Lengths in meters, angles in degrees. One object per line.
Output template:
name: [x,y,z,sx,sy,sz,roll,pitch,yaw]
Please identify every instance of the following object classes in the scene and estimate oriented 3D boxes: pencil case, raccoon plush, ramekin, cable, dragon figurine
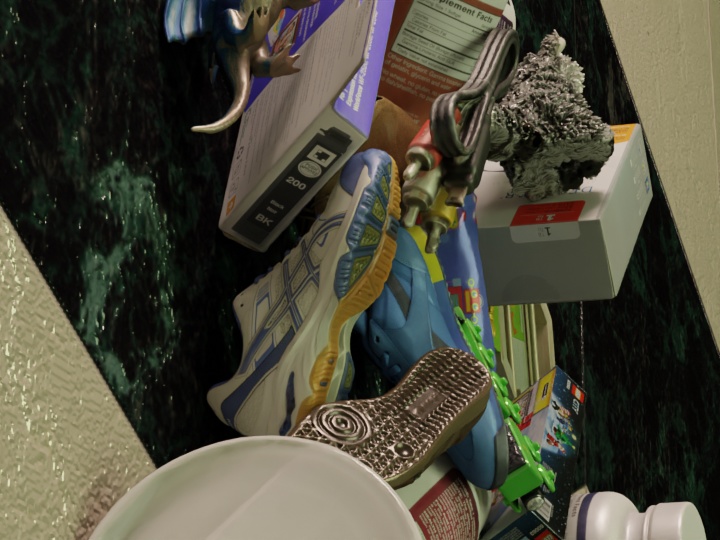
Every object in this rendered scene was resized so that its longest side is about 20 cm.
pencil case: [0.064,0.031,1.558,0.087,0.078,0.201,153,-68,-72]
raccoon plush: [0.133,-0.148,1.602,0.200,0.097,0.134,36,31,-56]
ramekin: [-0.053,0.197,1.070,0.094,0.202,0.203,72,21,-52]
cable: [0.065,-0.111,1.331,0.097,0.050,0.200,75,23,-44]
dragon figurine: [-0.087,-0.159,1.273,0.059,0.099,0.201,43,57,-46]

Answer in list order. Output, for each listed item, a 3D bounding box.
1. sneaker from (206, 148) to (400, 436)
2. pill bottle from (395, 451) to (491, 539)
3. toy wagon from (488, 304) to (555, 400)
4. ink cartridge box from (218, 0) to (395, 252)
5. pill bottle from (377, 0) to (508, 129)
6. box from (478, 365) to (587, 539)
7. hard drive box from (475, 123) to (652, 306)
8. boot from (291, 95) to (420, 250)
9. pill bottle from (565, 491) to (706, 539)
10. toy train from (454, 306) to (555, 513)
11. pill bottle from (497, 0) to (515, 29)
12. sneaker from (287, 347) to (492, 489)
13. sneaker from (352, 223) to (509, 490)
sneaker: [-0.038,0.012,1.245,0.075,0.088,0.201,40,68,-64]
pill bottle: [0.015,0.178,1.335,0.200,0.114,0.115,-29,109,-66]
toy wagon: [0.133,0.057,1.766,0.200,0.039,0.156,24,60,-63]
ink cartridge box: [-0.018,-0.142,1.288,0.043,0.200,0.199,24,50,-18]
pill bottle: [0.038,-0.179,1.411,0.201,0.112,0.112,-65,160,10]
box: [0.104,0.172,1.502,0.038,0.137,0.200,42,29,-12]
hard drive box: [0.157,-0.048,1.703,0.200,0.155,0.077,-60,141,-58]
boot: [-0.026,-0.029,1.319,0.075,0.073,0.200,47,67,-39]
pill bottle: [0.171,0.239,1.577,0.120,0.199,0.120,-8,90,-68]
toy train: [0.088,0.094,1.428,0.056,0.042,0.200,50,11,-42]
pill bottle: [0.054,-0.205,1.574,0.200,0.112,0.113,21,62,-65]
sneaker: [0.014,0.117,1.227,0.200,0.070,0.076,-25,145,-48]
sneaker: [0.036,0.064,1.350,0.201,0.078,0.066,67,-24,17]
